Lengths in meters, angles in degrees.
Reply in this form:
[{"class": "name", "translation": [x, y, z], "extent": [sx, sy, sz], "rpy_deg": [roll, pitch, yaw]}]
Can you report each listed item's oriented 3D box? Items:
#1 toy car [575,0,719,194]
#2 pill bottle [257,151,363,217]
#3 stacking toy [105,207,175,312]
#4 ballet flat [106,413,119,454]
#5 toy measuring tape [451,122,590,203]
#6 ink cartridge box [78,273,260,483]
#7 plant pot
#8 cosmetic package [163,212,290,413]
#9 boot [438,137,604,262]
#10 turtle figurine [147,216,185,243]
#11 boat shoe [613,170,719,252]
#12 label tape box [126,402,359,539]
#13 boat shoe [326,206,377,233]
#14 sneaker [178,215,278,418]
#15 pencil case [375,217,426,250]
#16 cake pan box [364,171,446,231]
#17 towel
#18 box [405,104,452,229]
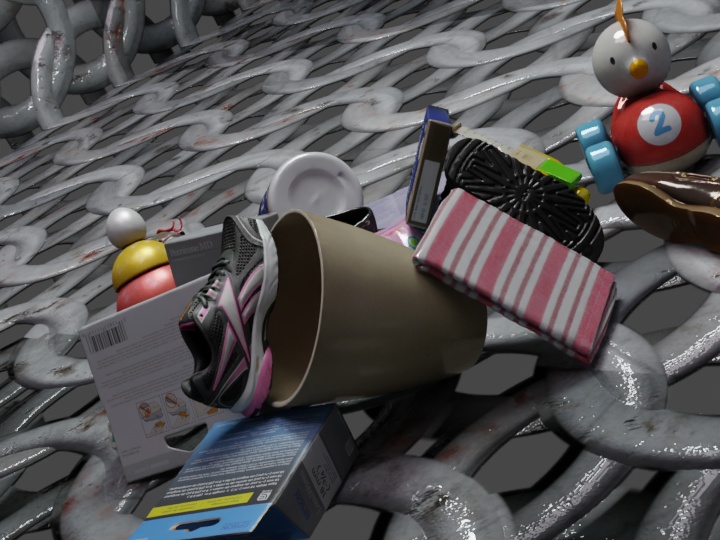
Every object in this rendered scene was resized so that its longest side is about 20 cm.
[{"class": "toy car", "translation": [0.334, -0.225, 1.655], "extent": [0.183, 0.201, 0.177], "rpy_deg": [-21, 20, 10]}, {"class": "pill bottle", "translation": [-0.070, -0.071, 1.777], "extent": [0.119, 0.120, 0.200], "rpy_deg": [-29, -4, -13]}, {"class": "stacking toy", "translation": [-0.252, 0.014, 1.674], "extent": [0.146, 0.201, 0.146], "rpy_deg": [-26, -5, -3]}, {"class": "ballet flat", "translation": [-0.216, 0.133, 1.574], "extent": [0.071, 0.072, 0.200], "rpy_deg": [-8, 25, 37]}, {"class": "toy measuring tape", "translation": [0.189, -0.114, 1.679], "extent": [0.199, 0.074, 0.074], "rpy_deg": [27, 46, 27]}, {"class": "ink cartridge box", "translation": [-0.187, 0.111, 1.442], "extent": [0.199, 0.174, 0.043], "rpy_deg": [-21, -3, 30]}, {"class": "plant pot", "translation": [0.017, 0.044, 1.352], "extent": [0.199, 0.188, 0.187], "rpy_deg": [6, 9, -24]}, {"class": "cosmetic package", "translation": [-0.123, 0.047, 1.475], "extent": [0.106, 0.201, 0.090], "rpy_deg": [-13, 9, 31]}, {"class": "boot", "translation": [0.179, -0.056, 1.568], "extent": [0.079, 0.211, 0.158], "rpy_deg": [-46, -16, -14]}, {"class": "turtle figurine", "translation": [-0.257, -0.004, 1.922], "extent": [0.149, 0.101, 0.200], "rpy_deg": [-34, 28, -25]}, {"class": "boat shoe", "translation": [0.349, -0.068, 1.442], "extent": [0.070, 0.071, 0.200], "rpy_deg": [-38, 32, -17]}, {"class": "label tape box", "translation": [-0.105, 0.208, 1.264], "extent": [0.144, 0.064, 0.200], "rpy_deg": [-13, 23, 28]}, {"class": "boat shoe", "translation": [-0.073, -0.034, 1.625], "extent": [0.199, 0.067, 0.070], "rpy_deg": [-10, 31, -10]}, {"class": "sneaker", "translation": [-0.131, 0.037, 1.333], "extent": [0.086, 0.201, 0.080], "rpy_deg": [9, -24, -25]}, {"class": "pencil case", "translation": [0.000, 0.000, 1.572], "extent": [0.199, 0.088, 0.087], "rpy_deg": [-19, 14, -37]}, {"class": "cake pan box", "translation": [0.087, -0.065, 1.751], "extent": [0.199, 0.053, 0.184], "rpy_deg": [-24, 22, 2]}, {"class": "towel", "translation": [0.152, 0.005, 1.353], "extent": [0.030, 0.199, 0.146], "rpy_deg": [-63, -4, 35]}, {"class": "box", "translation": [0.080, -0.128, 1.641], "extent": [0.032, 0.122, 0.200], "rpy_deg": [13, 13, 1]}]
